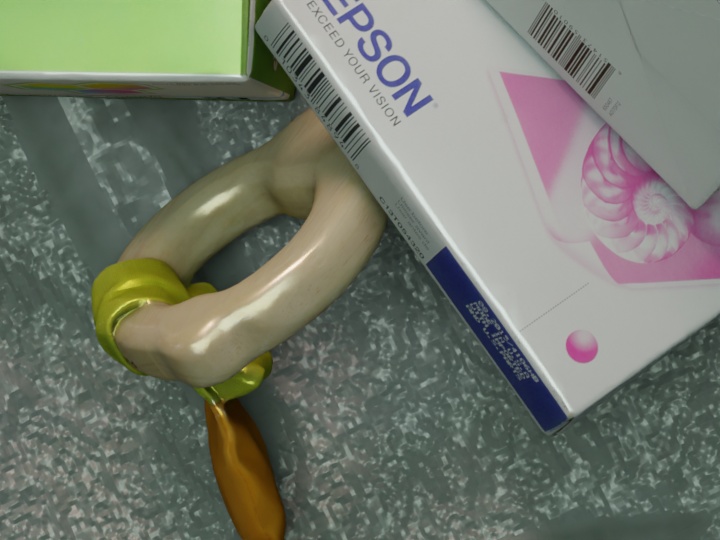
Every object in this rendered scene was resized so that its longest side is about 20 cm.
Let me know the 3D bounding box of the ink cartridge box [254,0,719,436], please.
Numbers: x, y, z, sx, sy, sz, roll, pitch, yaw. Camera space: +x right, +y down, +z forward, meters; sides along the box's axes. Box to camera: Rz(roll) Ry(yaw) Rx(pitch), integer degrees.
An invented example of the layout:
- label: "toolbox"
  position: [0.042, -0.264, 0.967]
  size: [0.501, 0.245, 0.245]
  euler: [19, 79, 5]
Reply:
- label: "ink cartridge box"
  position: [0.094, -0.071, 1.088]
  size: [0.200, 0.043, 0.197]
  euler: [-35, 85, -20]

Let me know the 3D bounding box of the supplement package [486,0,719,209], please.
- label: "supplement package"
  position: [0.158, -0.159, 1.028]
  size: [0.152, 0.151, 0.200]
  euler: [46, 67, 6]

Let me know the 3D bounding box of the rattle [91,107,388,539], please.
- label: "rattle"
  position: [0.000, 0.000, 1.141]
  size: [0.200, 0.130, 0.143]
  euler: [-45, 103, -23]

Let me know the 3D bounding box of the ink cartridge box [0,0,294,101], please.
- label: "ink cartridge box"
  position: [-0.113, -0.109, 1.085]
  size: [0.147, 0.200, 0.076]
  euler: [2, 91, 9]
